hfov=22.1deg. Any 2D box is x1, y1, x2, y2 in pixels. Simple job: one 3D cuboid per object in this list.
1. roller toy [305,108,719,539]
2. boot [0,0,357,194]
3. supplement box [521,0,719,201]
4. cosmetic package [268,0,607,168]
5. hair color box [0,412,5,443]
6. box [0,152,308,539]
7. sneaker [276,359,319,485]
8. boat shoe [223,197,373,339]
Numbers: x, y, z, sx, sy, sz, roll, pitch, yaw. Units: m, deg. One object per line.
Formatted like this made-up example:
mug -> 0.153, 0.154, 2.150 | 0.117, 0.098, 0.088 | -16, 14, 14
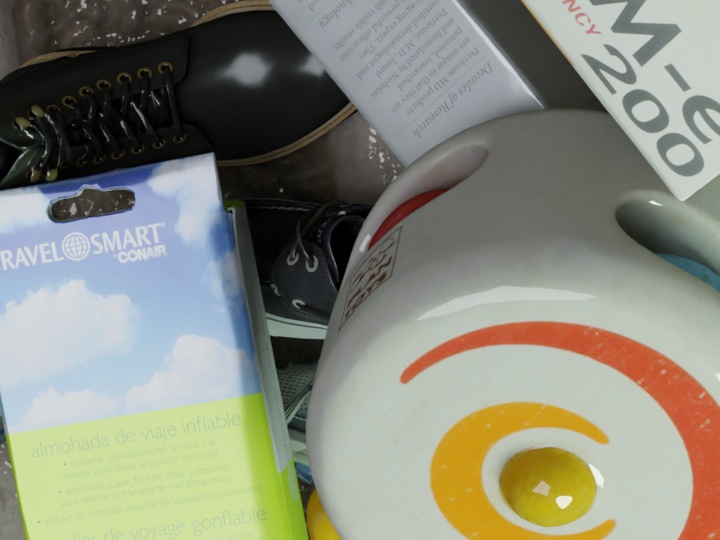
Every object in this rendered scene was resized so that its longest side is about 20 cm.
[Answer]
roller toy -> 0.073, 0.045, 0.698 | 0.199, 0.140, 0.183 | 0, 122, 11
boot -> -0.102, -0.067, 0.834 | 0.199, 0.138, 0.078 | -12, 102, 25
supplement box -> 0.121, -0.111, 0.684 | 0.073, 0.200, 0.126 | -39, 88, 21
cosmetic package -> 0.029, -0.112, 0.784 | 0.200, 0.102, 0.074 | 48, 120, 1
hair color box -> -0.222, 0.053, 0.970 | 0.200, 0.060, 0.100 | -38, 89, 29
box -> -0.098, 0.055, 0.820 | 0.121, 0.048, 0.201 | -10, 95, 6
sneaker -> 0.009, 0.068, 0.873 | 0.199, 0.077, 0.086 | 18, 77, 34
boat shoe -> 0.000, 0.000, 0.830 | 0.199, 0.070, 0.066 | 22, 154, 26
